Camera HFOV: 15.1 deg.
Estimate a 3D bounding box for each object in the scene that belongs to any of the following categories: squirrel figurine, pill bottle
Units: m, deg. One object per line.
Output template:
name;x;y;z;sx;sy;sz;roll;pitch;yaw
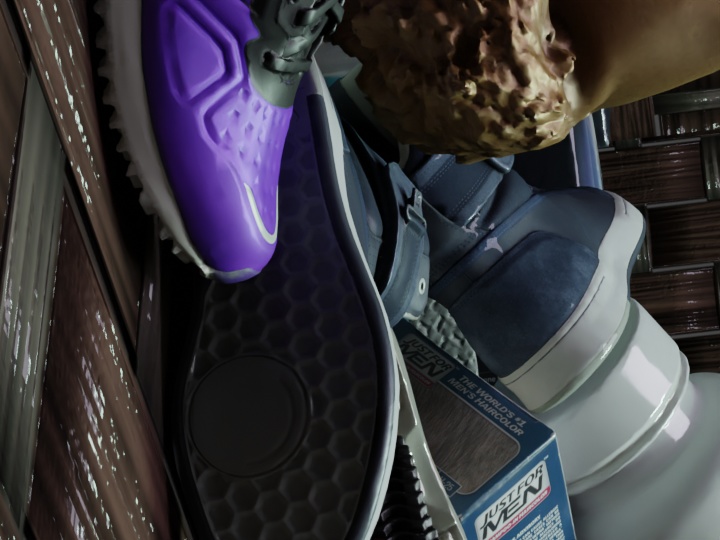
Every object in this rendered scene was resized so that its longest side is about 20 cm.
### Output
squirrel figurine;0.048;-0.144;0.952;0.200;0.141;0.187;-28;102;-36
pill bottle;0.149;0.111;1.199;0.200;0.114;0.114;47;21;-18

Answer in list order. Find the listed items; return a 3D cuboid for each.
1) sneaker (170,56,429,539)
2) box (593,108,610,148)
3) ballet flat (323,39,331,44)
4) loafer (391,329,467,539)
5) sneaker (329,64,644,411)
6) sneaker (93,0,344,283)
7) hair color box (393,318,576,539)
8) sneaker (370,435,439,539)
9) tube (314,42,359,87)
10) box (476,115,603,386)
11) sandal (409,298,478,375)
sneaker;-0.015;0.029;0.925;0.146;0.077;0.203;60;24;-65
box;0.102;-0.193;1.823;0.197;0.117;0.201;-70;152;-74
ballet flat;-0.011;-0.200;1.194;0.064;0.067;0.201;-110;-168;-75
loafer;0.005;0.096;1.069;0.063;0.072;0.201;-94;173;-76
sneaker;0.043;-0.032;1.131;0.146;0.077;0.202;41;12;-5
sneaker;-0.028;-0.098;0.832;0.070;0.099;0.201;-18;101;-80
hair color box;0.044;0.124;1.181;0.100;0.060;0.200;36;-26;36
sneaker;0.001;0.138;0.928;0.200;0.070;0.094;-104;-172;-60
tube;0.000;0.000;1.200;0.077;0.050;0.201;-48;137;-58
box;0.068;-0.010;1.415;0.200;0.123;0.199;6;77;-83
sandal;0.017;-0.012;1.283;0.048;0.075;0.201;-152;-121;-68
